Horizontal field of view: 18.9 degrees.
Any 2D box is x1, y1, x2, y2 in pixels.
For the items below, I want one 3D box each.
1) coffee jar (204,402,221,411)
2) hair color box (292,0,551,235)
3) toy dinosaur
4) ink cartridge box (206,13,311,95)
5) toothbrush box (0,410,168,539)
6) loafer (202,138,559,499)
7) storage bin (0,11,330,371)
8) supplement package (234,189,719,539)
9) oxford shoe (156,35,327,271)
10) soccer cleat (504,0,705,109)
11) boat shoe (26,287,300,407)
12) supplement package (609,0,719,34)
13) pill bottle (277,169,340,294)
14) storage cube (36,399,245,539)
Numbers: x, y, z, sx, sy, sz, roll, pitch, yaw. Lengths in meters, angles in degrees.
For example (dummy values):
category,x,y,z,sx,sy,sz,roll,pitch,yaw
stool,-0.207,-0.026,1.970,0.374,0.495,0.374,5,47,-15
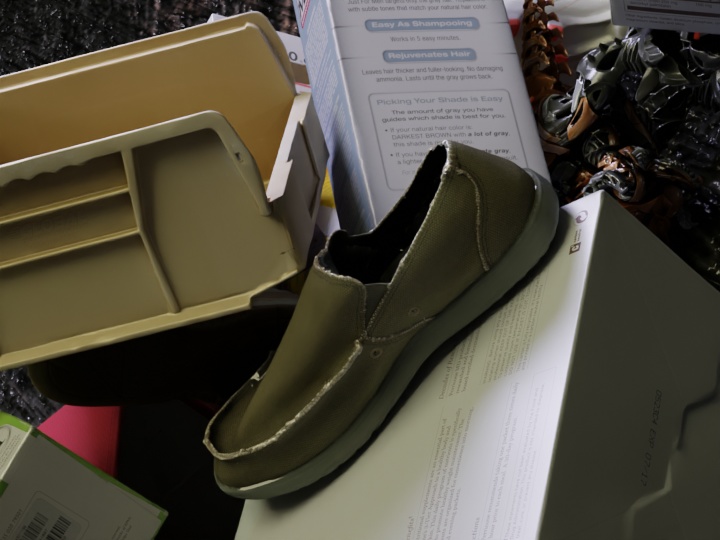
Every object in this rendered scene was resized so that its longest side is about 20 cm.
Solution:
category,x,y,z,sx,sy,sz,roll,pitch,yaw
coffee jar,-0.109,0.080,1.242,0.105,0.085,0.201,-118,34,-46
hair color box,0.032,-0.084,1.126,0.061,0.098,0.201,110,152,-57
toy dinosaur,0.125,-0.072,1.120,0.136,0.201,0.102,-40,-14,27
ink cartridge box,-0.060,-0.085,1.339,0.200,0.114,0.068,127,149,-47
toothbrush box,-0.197,0.140,1.033,0.146,0.086,0.200,-59,27,-10
loafer,-0.004,0.016,0.952,0.200,0.070,0.075,-46,27,8
storage bin,-0.124,-0.040,1.034,0.197,0.094,0.200,-14,18,7
supplement package,0.066,0.106,0.974,0.199,0.147,0.192,-24,38,41
oxford shoe,-0.070,-0.062,1.205,0.072,0.071,0.201,-16,50,-7
soccer cleat,0.133,-0.144,1.222,0.199,0.070,0.078,-17,29,13
boat shoe,-0.071,0.030,1.093,0.067,0.199,0.074,-113,34,-55
supplement package,0.228,-0.202,1.032,0.199,0.111,0.157,8,57,17
pill bottle,0.000,0.000,1.231,0.113,0.113,0.200,-57,29,-10
storage cube,-0.122,0.190,1.134,0.179,0.171,0.201,-38,32,27
